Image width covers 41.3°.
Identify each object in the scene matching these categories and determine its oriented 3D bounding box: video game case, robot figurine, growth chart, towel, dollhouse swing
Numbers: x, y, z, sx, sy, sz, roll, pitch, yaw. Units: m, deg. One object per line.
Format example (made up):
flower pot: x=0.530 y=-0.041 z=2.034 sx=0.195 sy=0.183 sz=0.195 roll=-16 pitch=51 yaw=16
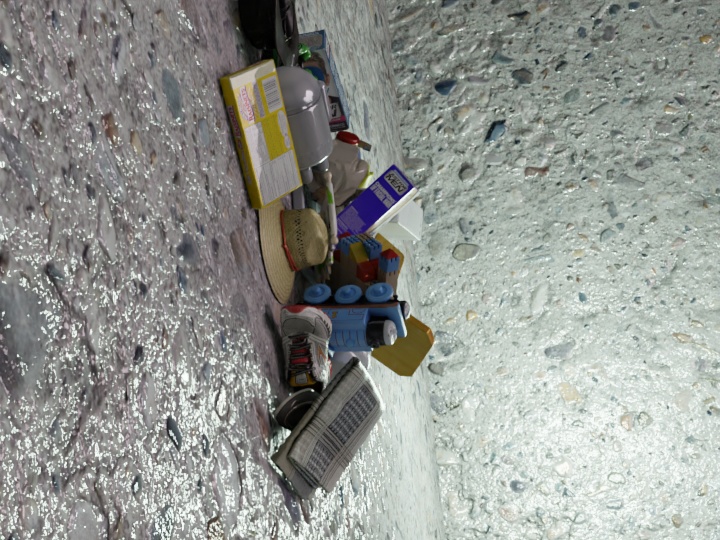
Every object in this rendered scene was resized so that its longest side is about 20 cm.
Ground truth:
video game case: x=-0.092 y=-0.073 z=1.774 sx=0.182 sy=0.023 sz=0.200 roll=60 pitch=24 yaw=-68
robot figurine: x=-0.109 y=-0.239 z=1.523 sx=0.170 sy=0.113 sz=0.200 roll=-43 pitch=133 yaw=-36
growth chart: x=-0.061 y=-0.058 z=1.626 sx=0.200 sy=0.018 sz=0.145 roll=116 pitch=-30 yaw=-64
towel: x=-0.039 y=0.243 z=1.418 sx=0.200 sy=0.035 sz=0.193 roll=-51 pitch=152 yaw=-16
dollhouse swing: x=0.062 y=0.072 z=1.838 sx=0.200 sy=0.176 sz=0.182 roll=115 pitch=-4 yaw=-52

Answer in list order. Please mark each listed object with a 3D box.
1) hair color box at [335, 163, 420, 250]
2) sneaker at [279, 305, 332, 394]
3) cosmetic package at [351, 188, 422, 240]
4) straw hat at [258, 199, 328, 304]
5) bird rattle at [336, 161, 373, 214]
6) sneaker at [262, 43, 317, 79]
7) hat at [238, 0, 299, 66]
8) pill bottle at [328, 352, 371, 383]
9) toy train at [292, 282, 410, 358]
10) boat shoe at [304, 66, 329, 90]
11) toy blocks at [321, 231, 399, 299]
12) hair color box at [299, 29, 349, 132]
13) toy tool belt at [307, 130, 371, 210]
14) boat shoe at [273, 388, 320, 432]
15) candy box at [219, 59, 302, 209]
hair color box: x=0.014 y=-0.103 z=1.764 sx=0.065 sy=0.200 sz=0.109 roll=47 pitch=6 yaw=7
sneaker: x=-0.081 y=0.131 z=1.459 sx=0.082 sy=0.078 sz=0.200 roll=-80 pitch=165 yaw=-47
cosmetic package: x=0.055 y=-0.112 z=1.920 sx=0.200 sy=0.102 sz=0.074 roll=33 pitch=61 yaw=-72
straw hat: x=-0.096 y=-0.051 z=1.523 sx=0.201 sy=0.085 sz=0.201 roll=-9 pitch=90 yaw=-82
bird rattle: x=-0.049 y=-0.153 z=1.924 sx=0.163 sy=0.113 sz=0.200 roll=75 pitch=23 yaw=-49
sneaker: x=-0.116 y=-0.303 z=1.635 sx=0.078 sy=0.085 sz=0.200 roll=47 pitch=36 yaw=-75
hat: x=-0.152 y=-0.420 z=1.545 sx=0.201 sy=0.081 sz=0.201 roll=0 pitch=90 yaw=-81
pill bottle: x=-0.036 y=0.132 z=1.653 sx=0.200 sy=0.111 sz=0.111 roll=-82 pitch=161 yaw=-61
toy train: x=-0.021 y=0.083 z=1.537 sx=0.114 sy=0.200 sz=0.087 roll=-73 pitch=155 yaw=-46
boat shoe: x=-0.107 y=-0.264 z=1.705 sx=0.069 sy=0.084 sz=0.200 roll=61 pitch=42 yaw=-72
toy blocks: x=0.000 y=0.000 z=1.641 sx=0.200 sy=0.100 sz=0.137 roll=37 pitch=-47 yaw=46
hair color box: x=-0.090 y=-0.346 z=1.788 sx=0.200 sy=0.100 sz=0.061 roll=70 pitch=15 yaw=-49
toy tool belt: x=-0.048 y=-0.174 z=1.781 sx=0.200 sy=0.125 sz=0.123 roll=-79 pitch=-172 yaw=-64
boat shoe: x=-0.065 y=0.223 z=1.437 sx=0.057 sy=0.067 sz=0.200 roll=38 pitch=1 yaw=22
candy box: x=-0.145 y=-0.201 z=1.416 sx=0.102 sy=0.026 sz=0.200 roll=-35 pitch=121 yaw=-44
